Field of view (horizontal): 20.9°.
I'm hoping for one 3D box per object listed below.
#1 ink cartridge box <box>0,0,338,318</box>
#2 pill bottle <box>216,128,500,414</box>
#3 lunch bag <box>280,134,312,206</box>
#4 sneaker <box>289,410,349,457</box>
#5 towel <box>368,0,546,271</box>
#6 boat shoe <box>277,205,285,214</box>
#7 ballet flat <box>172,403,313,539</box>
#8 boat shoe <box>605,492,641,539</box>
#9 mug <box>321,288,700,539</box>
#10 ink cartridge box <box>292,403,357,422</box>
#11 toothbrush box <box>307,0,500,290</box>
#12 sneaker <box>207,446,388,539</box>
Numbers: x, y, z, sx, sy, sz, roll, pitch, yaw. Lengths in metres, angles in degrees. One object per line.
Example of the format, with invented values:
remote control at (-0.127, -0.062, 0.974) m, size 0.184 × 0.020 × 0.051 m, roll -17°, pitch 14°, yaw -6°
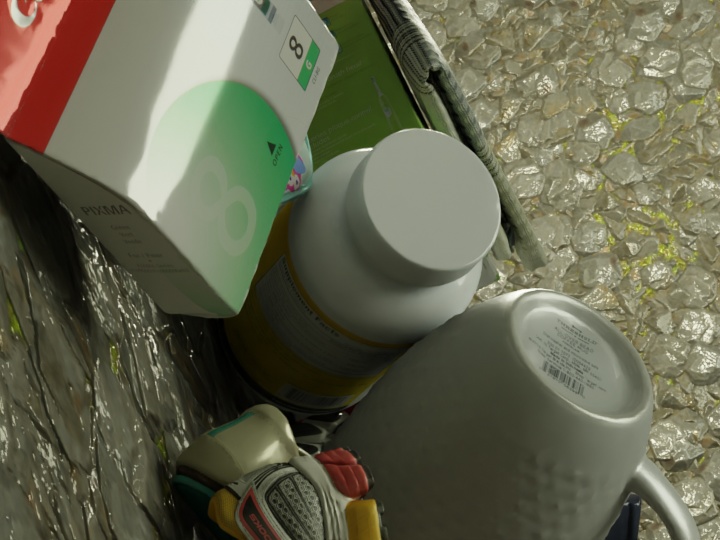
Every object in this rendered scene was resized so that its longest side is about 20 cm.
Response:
ink cartridge box at (-0.093, -0.100, 0.848) m, size 0.200 × 0.050 × 0.162 m, roll 53°, pitch 46°, yaw -43°
pill bottle at (0.000, 0.000, 1.086) m, size 0.200 × 0.111 × 0.113 m, roll -45°, pitch -120°, yaw 58°
lunch bag at (-0.096, -0.112, 0.990) m, size 0.160 × 0.077 × 0.201 m, roll -27°, pitch 104°, yaw -69°
sneaker at (-0.012, 0.161, 1.135) m, size 0.201 × 0.080 × 0.084 m, roll -89°, pitch 176°, yaw -50°
towel at (0.053, -0.109, 1.328) m, size 0.200 × 0.034 × 0.193 m, roll 58°, pitch 4°, yaw -39°
boat shoe at (-0.065, -0.045, 1.261) m, size 0.200 × 0.065 × 0.072 m, roll -100°, pitch 168°, yaw -58°
ballet flat at (-0.025, 0.141, 0.962) m, size 0.070 × 0.069 × 0.201 m, roll -103°, pitch 171°, yaw -50°
boat shoe at (0.113, 0.210, 1.174) m, size 0.075 × 0.092 × 0.201 m, roll 39°, pitch -54°, yaw 42°
mug at (0.088, 0.116, 1.023) m, size 0.200 × 0.176 × 0.148 m, roll 40°, pitch 35°, yaw 6°
ink cartridge box at (-0.014, 0.065, 1.341) m, size 0.116 × 0.067 × 0.201 m, roll 42°, pitch 29°, yaw -73°
toothbrush box at (0.005, -0.084, 1.307) m, size 0.146 × 0.086 × 0.201 m, roll 57°, pitch 9°, yaw -53°
sneaker at (-0.029, 0.183, 0.882) m, size 0.078 × 0.082 × 0.201 m, roll 179°, pitch -95°, yaw -76°
